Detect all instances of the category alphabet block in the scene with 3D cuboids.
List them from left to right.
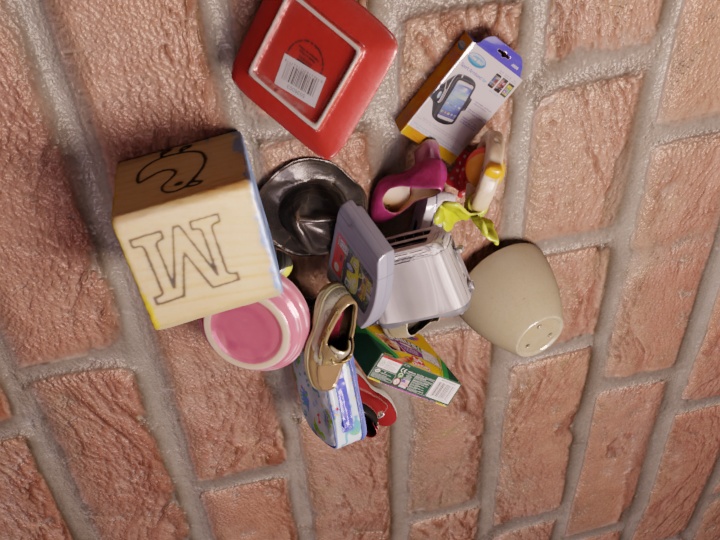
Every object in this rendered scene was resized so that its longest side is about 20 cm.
[{"bbox_3d":[-0.238,-0.062,1.203,0.196,0.196,0.199,-16,122,-5],"label":"alphabet block"}]

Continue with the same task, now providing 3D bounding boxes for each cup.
[{"bbox_3d":[0.297,0.073,1.514,0.197,0.144,0.203,-18,138,-17],"label":"cup"}]

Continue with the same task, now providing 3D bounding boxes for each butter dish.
[{"bbox_3d":[-0.047,-0.293,1.122,0.199,0.148,0.201,39,118,7],"label":"butter dish"}]

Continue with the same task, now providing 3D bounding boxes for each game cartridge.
[{"bbox_3d":[0.000,0.000,1.297,0.040,0.134,0.202,-26,152,-26],"label":"game cartridge"}]

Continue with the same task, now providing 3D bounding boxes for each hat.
[{"bbox_3d":[-0.076,-0.079,1.330,0.196,0.082,0.203,-8,132,-9],"label":"hat"}]

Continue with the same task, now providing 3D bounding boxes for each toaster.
[{"bbox_3d":[0.086,0.011,1.353,0.196,0.114,0.131,-13,108,21],"label":"toaster"}]

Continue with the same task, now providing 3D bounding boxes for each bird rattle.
[{"bbox_3d":[0.195,-0.144,1.283,0.111,0.202,0.164,22,137,0],"label":"bird rattle"}]

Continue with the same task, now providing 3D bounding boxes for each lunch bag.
[{"bbox_3d":[-0.057,0.216,1.496,0.081,0.160,0.204,-17,102,-23],"label":"lunch bag"}]

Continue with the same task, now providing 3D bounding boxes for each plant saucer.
[{"bbox_3d":[-0.181,0.087,1.342,0.196,0.051,0.204,5,120,9],"label":"plant saucer"}]

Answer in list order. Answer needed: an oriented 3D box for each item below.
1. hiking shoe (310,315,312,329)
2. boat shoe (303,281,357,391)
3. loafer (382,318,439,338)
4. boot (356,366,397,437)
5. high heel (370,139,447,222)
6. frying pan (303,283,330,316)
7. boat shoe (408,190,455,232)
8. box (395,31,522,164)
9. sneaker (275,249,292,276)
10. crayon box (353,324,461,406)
[{"bbox_3d":[-0.153,0.109,1.449,0.100,0.077,0.199,31,143,-28],"label":"hiking shoe"},{"bbox_3d":[-0.045,0.121,1.340,0.073,0.066,0.204,-17,126,-35],"label":"boat shoe"},{"bbox_3d":[0.127,0.056,1.478,0.200,0.068,0.076,-44,127,-15],"label":"loafer"},{"bbox_3d":[0.025,0.299,1.646,0.072,0.145,0.200,-33,133,11],"label":"boot"},{"bbox_3d":[0.075,-0.115,1.315,0.066,0.097,0.200,19,139,-28],"label":"high heel"},{"bbox_3d":[-0.068,0.067,1.428,0.114,0.032,0.188,26,157,-34],"label":"frying pan"},{"bbox_3d":[0.118,-0.049,1.423,0.064,0.074,0.202,4,129,-15],"label":"boat shoe"},{"bbox_3d":[0.159,-0.273,1.267,0.118,0.042,0.201,25,116,-33],"label":"box"},{"bbox_3d":[-0.183,0.035,1.404,0.198,0.079,0.090,-32,133,26],"label":"sneaker"},{"bbox_3d":[0.068,0.157,1.513,0.198,0.173,0.059,25,106,-33],"label":"crayon box"}]
